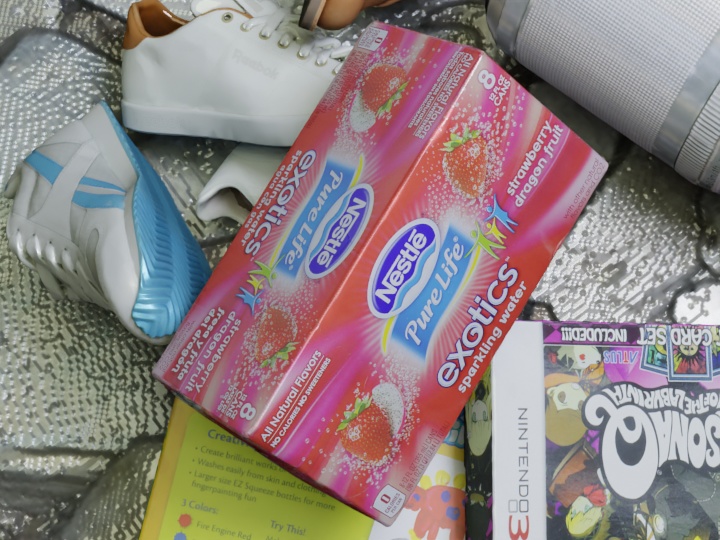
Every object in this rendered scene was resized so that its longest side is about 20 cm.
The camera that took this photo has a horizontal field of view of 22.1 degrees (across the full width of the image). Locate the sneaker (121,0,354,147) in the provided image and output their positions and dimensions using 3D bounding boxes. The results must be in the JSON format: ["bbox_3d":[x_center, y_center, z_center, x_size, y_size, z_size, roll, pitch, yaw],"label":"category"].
[{"bbox_3d":[-0.046,-0.112,0.963,0.199,0.073,0.085,5,107,27],"label":"sneaker"}]

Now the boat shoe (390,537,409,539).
[{"bbox_3d":[0.025,0.155,0.838,0.199,0.071,0.070,-22,78,24],"label":"boat shoe"}]

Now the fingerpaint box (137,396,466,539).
[{"bbox_3d":[-0.005,0.122,0.948,0.198,0.073,0.168,13,78,3],"label":"fingerpaint box"}]

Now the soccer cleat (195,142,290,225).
[{"bbox_3d":[0.000,0.000,0.970,0.200,0.070,0.077,38,63,24],"label":"soccer cleat"}]

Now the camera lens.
[{"bbox_3d":[0.177,-0.140,0.957,0.199,0.160,0.160,36,80,10],"label":"camera lens"}]

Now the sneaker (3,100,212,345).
[{"bbox_3d":[-0.131,-0.012,0.945,0.081,0.200,0.077,-35,121,1],"label":"sneaker"}]

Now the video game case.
[{"bbox_3d":[0.145,0.117,0.916,0.198,0.036,0.183,3,84,-23],"label":"video game case"}]

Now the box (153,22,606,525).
[{"bbox_3d":[0.009,-0.001,0.854,0.100,0.095,0.201,36,84,-36],"label":"box"}]

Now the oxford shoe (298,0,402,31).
[{"bbox_3d":[0.021,-0.170,0.969,0.071,0.200,0.072,29,124,3],"label":"oxford shoe"}]
